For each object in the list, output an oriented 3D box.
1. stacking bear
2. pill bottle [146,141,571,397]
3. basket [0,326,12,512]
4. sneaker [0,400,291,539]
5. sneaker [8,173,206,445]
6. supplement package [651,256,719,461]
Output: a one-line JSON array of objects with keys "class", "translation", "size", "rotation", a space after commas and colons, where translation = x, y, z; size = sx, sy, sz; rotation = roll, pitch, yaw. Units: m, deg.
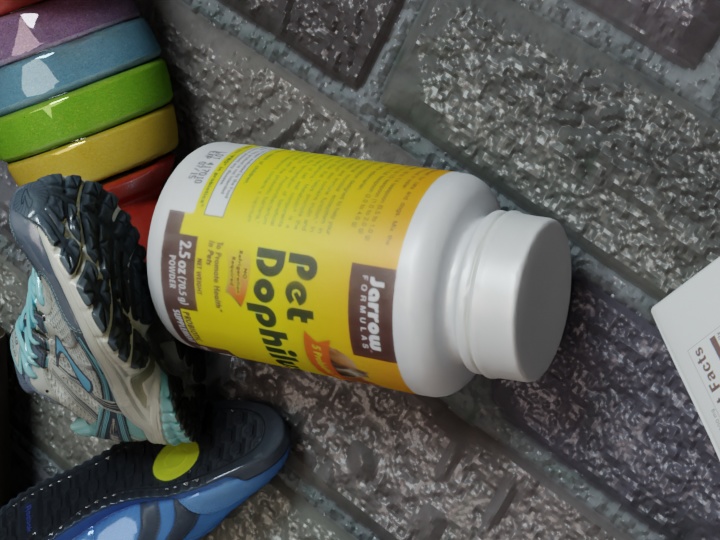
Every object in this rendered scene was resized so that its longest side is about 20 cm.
[{"class": "stacking bear", "translation": [-0.149, -0.071, 0.854], "size": [0.120, 0.114, 0.202], "rotation": [-13, 102, 28]}, {"class": "pill bottle", "translation": [0.000, 0.000, 0.781], "size": [0.198, 0.109, 0.111], "rotation": [9, 101, 27]}, {"class": "basket", "translation": [-0.276, 0.131, 0.941], "size": [0.178, 0.136, 0.203], "rotation": [12, 99, 25]}, {"class": "sneaker", "translation": [-0.118, 0.140, 0.896], "size": [0.198, 0.066, 0.079], "rotation": [-27, 124, 12]}, {"class": "sneaker", "translation": [-0.146, 0.033, 0.802], "size": [0.085, 0.201, 0.078], "rotation": [-8, 50, 10]}, {"class": "supplement package", "translation": [0.240, 0.016, 0.634], "size": [0.200, 0.113, 0.110], "rotation": [-41, 49, 27]}]
